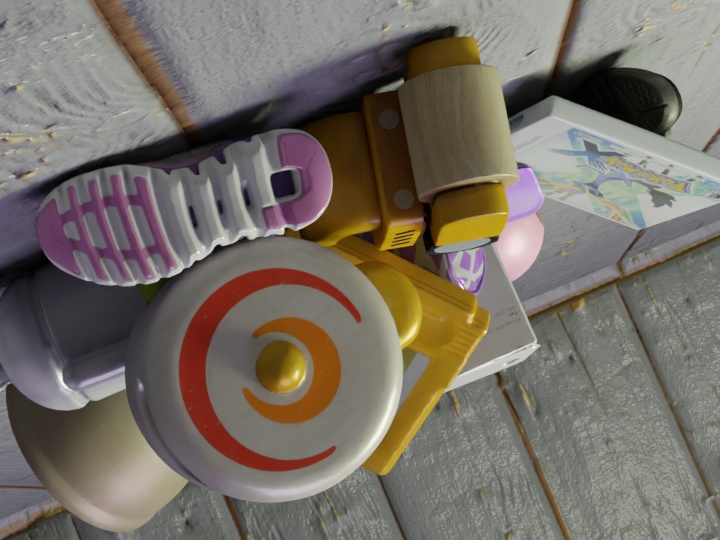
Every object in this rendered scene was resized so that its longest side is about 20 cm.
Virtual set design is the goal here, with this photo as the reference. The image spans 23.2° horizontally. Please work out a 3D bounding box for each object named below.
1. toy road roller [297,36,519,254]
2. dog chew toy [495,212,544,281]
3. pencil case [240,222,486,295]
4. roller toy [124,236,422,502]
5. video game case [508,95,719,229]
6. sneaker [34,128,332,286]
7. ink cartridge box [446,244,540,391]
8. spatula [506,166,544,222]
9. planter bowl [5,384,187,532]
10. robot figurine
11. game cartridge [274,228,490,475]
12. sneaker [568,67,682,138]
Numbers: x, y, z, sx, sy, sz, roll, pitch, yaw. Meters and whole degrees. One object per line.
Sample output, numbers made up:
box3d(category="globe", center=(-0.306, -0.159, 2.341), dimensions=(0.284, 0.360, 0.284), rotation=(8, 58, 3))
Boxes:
box3d(category="toy road roller", center=(0.024, -0.073, 1.236), dimensions=(0.145, 0.123, 0.200), rotation=(-10, 171, -5))
box3d(category="dog chew toy", center=(0.069, -0.020, 1.638), dimensions=(0.199, 0.125, 0.125), rotation=(-30, 171, 7))
box3d(category="pencil case", center=(0.000, 0.000, 1.392), dimensions=(0.199, 0.084, 0.085), rotation=(-9, -169, 24))
box3d(category="roller toy", center=(-0.066, 0.070, 1.233), dimensions=(0.199, 0.183, 0.140), rotation=(13, 173, -14))
box3d(category="video game case", center=(0.206, -0.088, 1.514), dimensions=(0.199, 0.022, 0.182), rotation=(18, 165, -19))
box3d(category="sneaker", center=(-0.122, -0.046, 1.188), dimensions=(0.199, 0.081, 0.088), rotation=(-15, -165, -15))
box3d(category="ink cartridge box", center=(0.069, -0.006, 1.495), dimensions=(0.086, 0.201, 0.146), rotation=(-22, 172, -5))
box3d(category="spatula", center=(0.113, -0.092, 1.482), dimensions=(0.056, 0.021, 0.200), rotation=(-17, 154, 10))
box3d(category="planter bowl", center=(-0.214, 0.127, 1.656), dimensions=(0.135, 0.201, 0.200), rotation=(-33, 168, 22))
box3d(category="robot figurine", center=(-0.197, 0.036, 1.356), dimensions=(0.199, 0.113, 0.170), rotation=(-24, -155, 1))
box3d(category="game cartridge", center=(-0.015, 0.060, 1.369), dimensions=(0.200, 0.176, 0.033), rotation=(-59, -172, 42))
box3d(category="sneaker", center=(0.243, -0.141, 1.550), dimensions=(0.114, 0.077, 0.199), rotation=(-21, 175, -23))
